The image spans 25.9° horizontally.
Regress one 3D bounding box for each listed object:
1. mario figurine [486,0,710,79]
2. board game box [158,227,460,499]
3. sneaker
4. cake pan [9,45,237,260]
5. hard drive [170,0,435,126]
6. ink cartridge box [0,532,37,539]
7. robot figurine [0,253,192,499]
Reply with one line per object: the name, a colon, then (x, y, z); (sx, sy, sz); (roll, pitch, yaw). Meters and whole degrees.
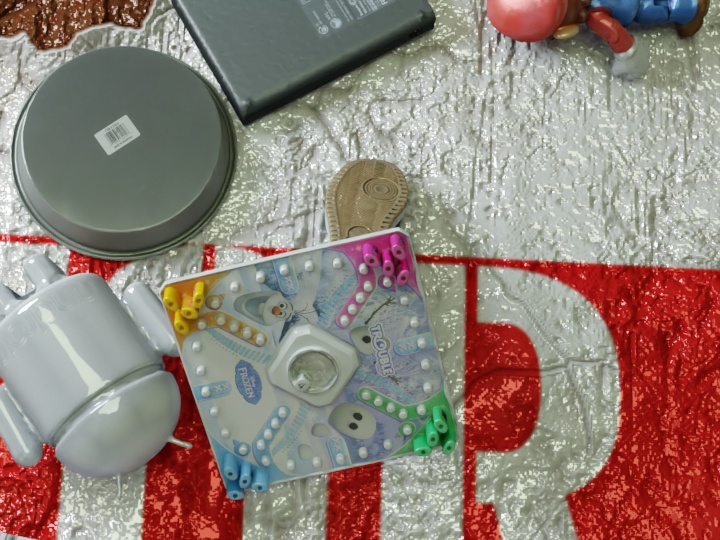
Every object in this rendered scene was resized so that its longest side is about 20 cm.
mario figurine: (0.206, -0.241, 1.423); (0.199, 0.106, 0.124); (-7, 37, -17)
board game box: (-0.037, 0.079, 1.233); (0.199, 0.026, 0.201); (-13, 116, 6)
sneaker: (0.000, 0.000, 1.332); (0.070, 0.109, 0.200); (5, 42, 0)
cake pan: (-0.207, -0.109, 1.361); (0.199, 0.037, 0.201); (1, 73, -3)
hard drive: (-0.052, -0.235, 1.412); (0.199, 0.033, 0.140); (-28, 77, -12)
ink cartridge box: (-0.290, 0.263, 1.141); (0.199, 0.084, 0.147); (12, 67, -6)
robot figurine: (-0.222, 0.083, 1.260); (0.169, 0.113, 0.200); (-38, 78, -1)
